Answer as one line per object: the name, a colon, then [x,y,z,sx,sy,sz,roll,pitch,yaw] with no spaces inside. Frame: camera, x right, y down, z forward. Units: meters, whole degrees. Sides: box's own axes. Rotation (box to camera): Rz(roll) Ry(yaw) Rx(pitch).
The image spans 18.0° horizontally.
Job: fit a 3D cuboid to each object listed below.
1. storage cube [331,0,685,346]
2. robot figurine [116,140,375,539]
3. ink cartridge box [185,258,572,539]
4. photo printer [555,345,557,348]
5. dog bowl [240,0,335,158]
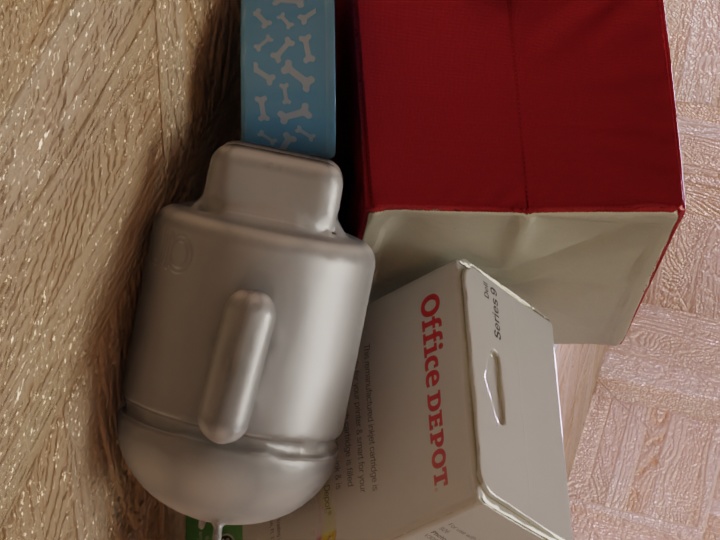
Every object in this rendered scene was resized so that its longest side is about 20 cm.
storage cube: [0.071,-0.073,1.244,0.200,0.170,0.181,104,-15,-64]
robot figurine: [-0.058,0.039,1.127,0.170,0.112,0.201,-50,151,-85]
ink cartridge box: [0.006,0.105,1.195,0.087,0.199,0.146,31,43,-39]
photo printer: [0.130,-0.021,1.627,0.167,0.069,0.201,-61,168,-62]
dog bowl: [-0.039,-0.068,1.211,0.112,0.049,0.201,-93,-177,-46]
